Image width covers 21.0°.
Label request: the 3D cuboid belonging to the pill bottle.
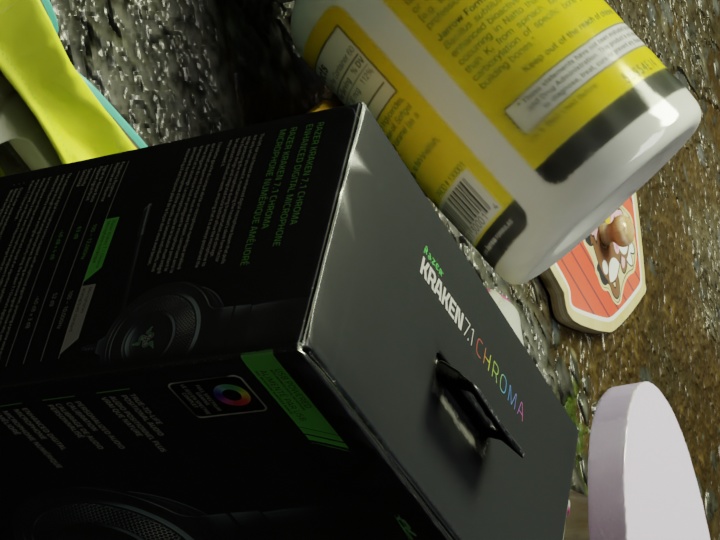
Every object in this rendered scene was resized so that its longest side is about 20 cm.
[{"bbox_3d":[0.042,-0.102,0.846,0.200,0.114,0.114,49,27,7],"label":"pill bottle"}]

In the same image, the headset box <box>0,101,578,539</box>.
[{"bbox_3d":[-0.043,0.049,0.619,0.174,0.200,0.093,55,36,-41],"label":"headset box"}]

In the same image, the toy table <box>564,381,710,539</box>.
[{"bbox_3d":[0.103,0.162,0.957,0.184,0.117,0.201,29,56,-57],"label":"toy table"}]

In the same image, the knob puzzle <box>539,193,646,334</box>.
[{"bbox_3d":[0.148,-0.050,1.206,0.220,0.030,0.220,30,56,-57],"label":"knob puzzle"}]

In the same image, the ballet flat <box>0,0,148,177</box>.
[{"bbox_3d":[-0.126,-0.059,0.650,0.067,0.067,0.200,-56,136,-25],"label":"ballet flat"}]

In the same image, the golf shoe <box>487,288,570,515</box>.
[{"bbox_3d":[0.056,0.079,0.900,0.091,0.075,0.200,34,30,-5],"label":"golf shoe"}]

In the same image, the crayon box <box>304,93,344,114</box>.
[{"bbox_3d":[0.000,0.000,0.789,0.126,0.052,0.200,53,10,-6],"label":"crayon box"}]
